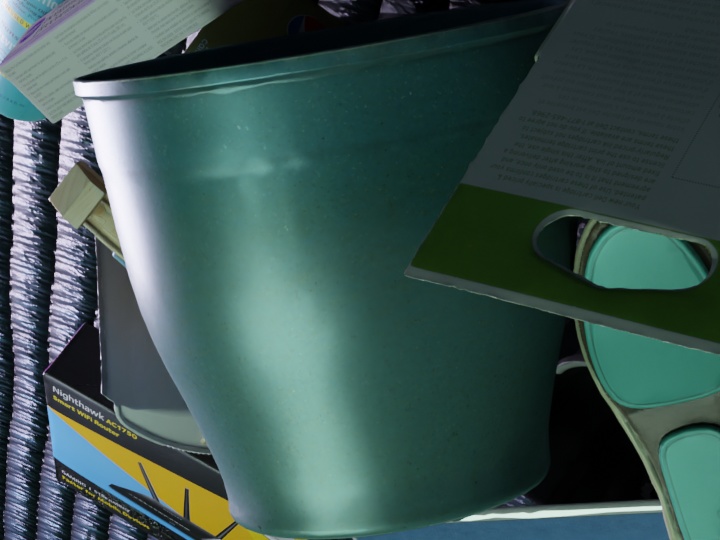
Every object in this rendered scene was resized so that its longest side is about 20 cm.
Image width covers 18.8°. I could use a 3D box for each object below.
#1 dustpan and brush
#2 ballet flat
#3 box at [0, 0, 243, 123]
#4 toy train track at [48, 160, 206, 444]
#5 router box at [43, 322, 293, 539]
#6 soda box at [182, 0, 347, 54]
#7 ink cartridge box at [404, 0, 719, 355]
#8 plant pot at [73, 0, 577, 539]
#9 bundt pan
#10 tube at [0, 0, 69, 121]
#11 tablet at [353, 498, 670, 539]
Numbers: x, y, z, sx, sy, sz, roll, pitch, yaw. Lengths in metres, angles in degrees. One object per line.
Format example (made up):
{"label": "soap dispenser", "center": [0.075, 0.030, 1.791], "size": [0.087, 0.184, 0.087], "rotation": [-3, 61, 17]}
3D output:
{"label": "dustpan and brush", "center": [-0.056, 0.051, 1.162], "size": [0.199, 0.140, 0.057], "rotation": [13, 135, -23]}
{"label": "ballet flat", "center": [0.133, 0.044, 0.884], "size": [0.069, 0.069, 0.201], "rotation": [8, 128, 40]}
{"label": "box", "center": [-0.088, -0.125, 0.974], "size": [0.041, 0.039, 0.199], "rotation": [45, 137, -18]}
{"label": "toy train track", "center": [-0.069, 0.023, 1.037], "size": [0.200, 0.115, 0.033], "rotation": [41, -164, 2]}
{"label": "router box", "center": [-0.109, 0.132, 1.418], "size": [0.199, 0.051, 0.150], "rotation": [27, 149, 13]}
{"label": "soda box", "center": [-0.065, -0.061, 1.059], "size": [0.064, 0.068, 0.200], "rotation": [33, 152, 0]}
{"label": "ink cartridge box", "center": [0.128, -0.036, 0.753], "size": [0.147, 0.200, 0.076], "rotation": [15, 147, 33]}
{"label": "plant pot", "center": [0.000, 0.000, 0.870], "size": [0.199, 0.199, 0.189], "rotation": [-1, 102, 47]}
{"label": "bundt pan", "center": [0.162, 0.082, 1.029], "size": [0.201, 0.076, 0.202], "rotation": [25, 150, 15]}
{"label": "tube", "center": [-0.143, -0.143, 1.048], "size": [0.077, 0.051, 0.200], "rotation": [27, 147, -5]}
{"label": "tablet", "center": [0.104, 0.150, 1.043], "size": [0.199, 0.014, 0.130], "rotation": [-6, 136, 25]}
